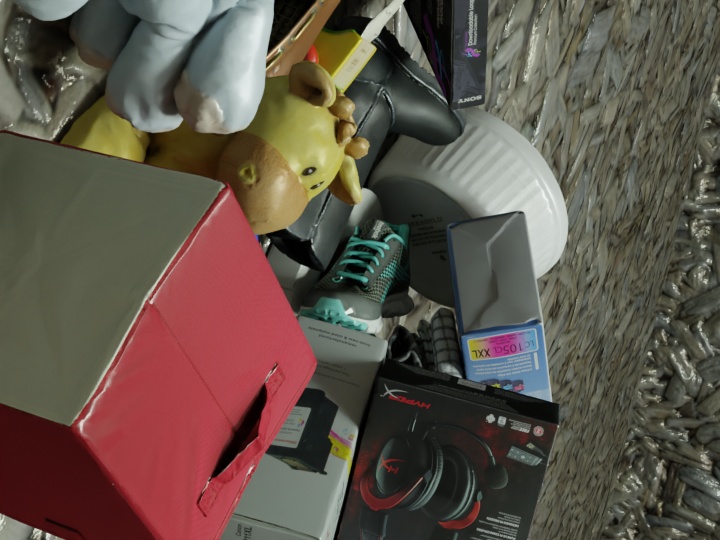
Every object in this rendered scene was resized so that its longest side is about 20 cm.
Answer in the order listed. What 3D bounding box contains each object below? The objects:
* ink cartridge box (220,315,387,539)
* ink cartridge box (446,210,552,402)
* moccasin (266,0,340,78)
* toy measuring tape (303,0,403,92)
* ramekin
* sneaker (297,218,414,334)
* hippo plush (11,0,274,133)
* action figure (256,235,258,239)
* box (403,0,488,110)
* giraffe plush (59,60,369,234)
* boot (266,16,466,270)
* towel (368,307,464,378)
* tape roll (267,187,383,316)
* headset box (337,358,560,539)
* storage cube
[{"bbox_3d":[-0.048,0.163,1.218,0.146,0.083,0.200,99,8,-50],"label":"ink cartridge box"},{"bbox_3d":[0.129,0.067,1.353,0.200,0.076,0.137,74,9,-47],"label":"ink cartridge box"},{"bbox_3d":[-0.054,-0.218,1.111,0.202,0.074,0.078,-58,165,-9],"label":"moccasin"},{"bbox_3d":[-0.022,-0.188,1.168,0.200,0.074,0.074,-52,161,8],"label":"toy measuring tape"},{"bbox_3d":[0.093,-0.052,1.449,0.094,0.202,0.203,-43,147,-33],"label":"ramekin"},{"bbox_3d":[0.000,0.000,1.323,0.200,0.077,0.091,-30,130,-73],"label":"sneaker"},{"bbox_3d":[-0.120,-0.160,0.840,0.161,0.200,0.160,1,85,-60],"label":"hippo plush"},{"bbox_3d":[-0.117,-0.008,1.140,0.065,0.099,0.201,51,37,-62],"label":"action figure"},{"bbox_3d":[0.064,-0.250,1.258,0.143,0.036,0.200,87,-10,-45],"label":"box"},{"bbox_3d":[-0.082,-0.084,1.004,0.173,0.162,0.200,19,90,-69],"label":"giraffe plush"},{"bbox_3d":[0.001,-0.088,1.282,0.165,0.066,0.200,38,64,-37],"label":"boot"},{"bbox_3d":[0.062,0.155,1.353,0.200,0.085,0.166,74,7,-57],"label":"towel"},{"bbox_3d":[-0.037,0.016,1.381,0.203,0.037,0.203,-50,150,-43],"label":"tape roll"},{"bbox_3d":[0.064,0.189,1.200,0.075,0.148,0.201,-47,152,-78],"label":"headset box"},{"bbox_3d":[-0.159,0.049,0.885,0.171,0.200,0.180,-60,150,-27],"label":"storage cube"}]
